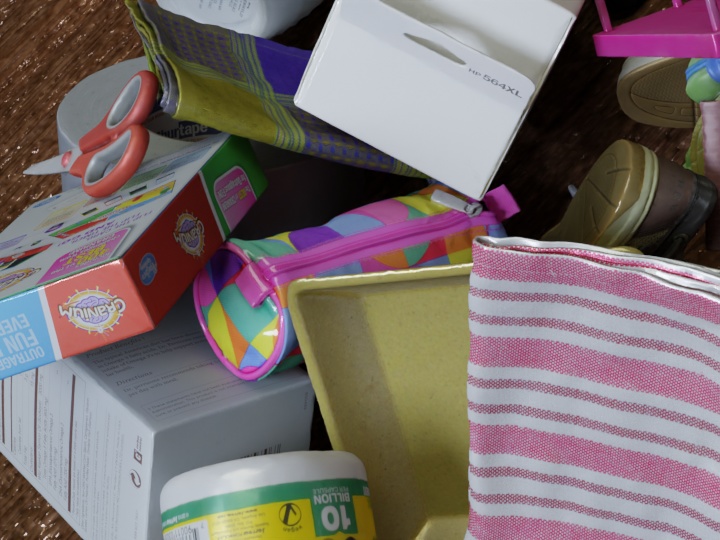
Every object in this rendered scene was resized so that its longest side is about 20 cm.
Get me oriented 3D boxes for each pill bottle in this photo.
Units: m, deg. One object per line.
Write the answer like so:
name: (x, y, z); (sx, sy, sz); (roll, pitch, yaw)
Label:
pill bottle: (-0.038, 0.202, 0.893); (0.113, 0.113, 0.201); (-14, 75, 19)

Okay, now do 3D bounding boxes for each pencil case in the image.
pencil case: (0.000, 0.000, 1.001); (0.200, 0.089, 0.088); (-20, 36, -39)

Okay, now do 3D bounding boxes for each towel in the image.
towel: (0.121, 0.081, 0.860); (0.146, 0.200, 0.030); (10, 30, 18)
towel: (-0.042, -0.109, 1.042); (0.023, 0.200, 0.144); (-66, 26, 23)

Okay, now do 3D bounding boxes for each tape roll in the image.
tape roll: (-0.096, -0.078, 1.120); (0.200, 0.066, 0.200); (1, 31, 0)

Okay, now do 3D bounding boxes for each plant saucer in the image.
plant saucer: (0.081, 0.075, 0.920); (0.199, 0.200, 0.048); (-5, 25, 25)

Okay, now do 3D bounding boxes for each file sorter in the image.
file sorter: (0.227, -0.203, 0.918); (0.200, 0.126, 0.139); (-20, 12, -14)

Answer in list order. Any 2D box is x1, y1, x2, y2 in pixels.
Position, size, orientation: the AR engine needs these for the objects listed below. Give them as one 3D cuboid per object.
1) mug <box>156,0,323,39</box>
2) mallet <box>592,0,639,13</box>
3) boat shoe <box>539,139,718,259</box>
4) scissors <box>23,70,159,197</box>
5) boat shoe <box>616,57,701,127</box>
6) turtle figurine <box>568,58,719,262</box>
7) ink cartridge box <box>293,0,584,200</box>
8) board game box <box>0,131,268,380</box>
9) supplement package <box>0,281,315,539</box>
mug: (-0.084, -0.236, 1.238); (0.200, 0.147, 0.176); (-45, 15, 51)
mallet: (0.112, -0.235, 1.185); (0.041, 0.066, 0.200); (-47, 48, -13)
boat shoe: (0.133, 0.004, 0.948); (0.065, 0.200, 0.073); (18, 61, -7)
scissors: (-0.170, -0.061, 1.013); (0.200, 0.014, 0.073); (-24, 50, 52)
boat shoe: (0.249, -0.147, 1.049); (0.199, 0.071, 0.069); (-16, 50, 6)
turtle figurine: (0.237, -0.024, 0.961); (0.144, 0.200, 0.194); (-14, 71, -16)
ink cartridge box: (0.054, -0.143, 1.022); (0.128, 0.125, 0.200); (27, 25, 3)
board game box: (-0.150, -0.006, 0.939); (0.153, 0.040, 0.200); (-18, 18, 22)
supplement package: (-0.135, 0.080, 1.032); (0.117, 0.118, 0.200); (-16, 36, -35)
